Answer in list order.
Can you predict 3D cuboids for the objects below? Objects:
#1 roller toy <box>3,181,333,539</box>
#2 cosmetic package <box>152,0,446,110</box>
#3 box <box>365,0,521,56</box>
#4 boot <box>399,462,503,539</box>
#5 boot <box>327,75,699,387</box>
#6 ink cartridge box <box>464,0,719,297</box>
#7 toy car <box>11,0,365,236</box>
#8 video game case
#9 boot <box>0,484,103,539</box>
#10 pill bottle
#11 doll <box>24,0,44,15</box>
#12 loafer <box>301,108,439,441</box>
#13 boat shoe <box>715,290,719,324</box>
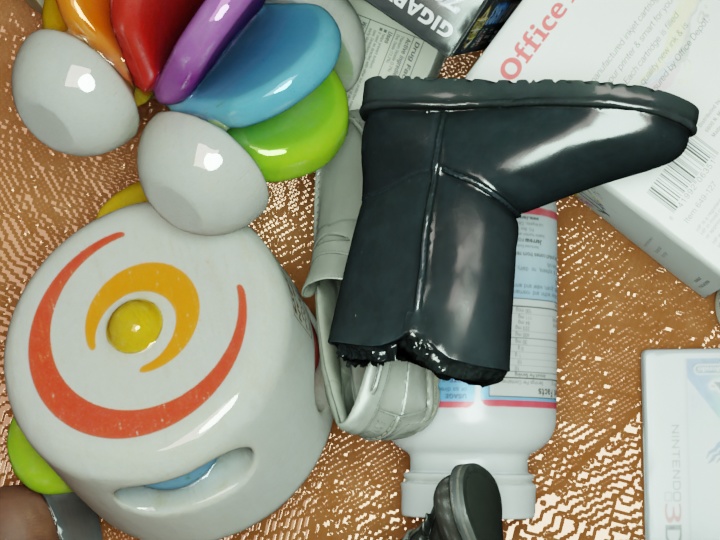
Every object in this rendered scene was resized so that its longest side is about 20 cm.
[{"bbox_3d":[-0.113,0.057,1.341,0.182,0.140,0.201,23,71,27],"label":"roller toy"},{"bbox_3d":[-0.054,-0.134,1.415,0.199,0.073,0.104,23,87,4],"label":"cosmetic package"},{"bbox_3d":[0.001,-0.205,1.354,0.198,0.200,0.050,34,103,5],"label":"box"},{"bbox_3d":[0.000,0.184,1.323,0.173,0.201,0.070,-2,52,7],"label":"boot"},{"bbox_3d":[0.085,-0.019,1.250,0.198,0.076,0.170,3,81,12],"label":"boot"},{"bbox_3d":[0.182,-0.104,1.365,0.200,0.145,0.148,38,88,5],"label":"ink cartridge box"},{"bbox_3d":[-0.092,-0.136,1.285,0.199,0.150,0.175,32,59,7],"label":"toy car"},{"bbox_3d":[0.277,0.139,1.401,0.198,0.022,0.184,-1,85,2],"label":"video game case"},{"bbox_3d":[-0.237,0.226,1.344,0.199,0.068,0.190,-9,83,-33],"label":"boot"},{"bbox_3d":[0.067,0.050,1.375,0.108,0.109,0.202,1,86,3],"label":"pill bottle"},{"bbox_3d":[-0.160,-0.257,1.429,0.200,0.049,0.136,-46,50,-12],"label":"doll"},{"bbox_3d":[0.000,0.000,1.320,0.070,0.069,0.202,-24,70,42],"label":"loafer"},{"bbox_3d":[0.322,0.009,1.388,0.198,0.063,0.073,-9,82,-1],"label":"boat shoe"}]
